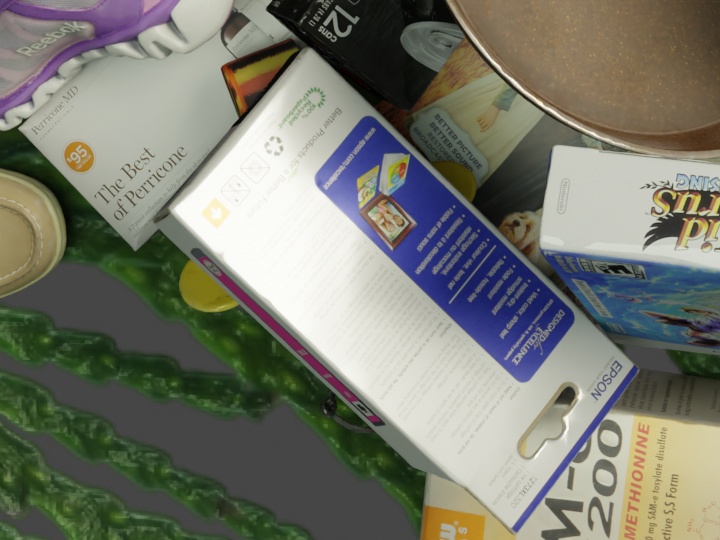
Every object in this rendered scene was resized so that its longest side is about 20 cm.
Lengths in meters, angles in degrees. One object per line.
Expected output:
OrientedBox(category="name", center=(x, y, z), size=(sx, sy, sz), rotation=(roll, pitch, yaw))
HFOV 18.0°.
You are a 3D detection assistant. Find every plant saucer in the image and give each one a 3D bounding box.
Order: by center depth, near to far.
OrientedBox(category="plant saucer", center=(0.106, -0.133, 0.886), size=(0.200, 0.200, 0.034), rotation=(45, 153, -3))

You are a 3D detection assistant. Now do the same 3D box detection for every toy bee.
OrientedBox(category="toy bee", center=(0.000, 0.000, 1.004), size=(0.131, 0.109, 0.200), rotation=(-41, 117, 5))

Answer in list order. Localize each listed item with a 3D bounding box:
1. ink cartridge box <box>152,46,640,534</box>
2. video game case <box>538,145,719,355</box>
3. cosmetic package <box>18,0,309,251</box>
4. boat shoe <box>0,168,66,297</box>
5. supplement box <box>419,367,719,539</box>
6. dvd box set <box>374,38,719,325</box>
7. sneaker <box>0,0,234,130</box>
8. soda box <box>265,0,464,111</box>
OrientedBox(category="ink cartridge box", center=(0.017, 0.010, 0.949), size=(0.200, 0.037, 0.095), rotation=(43, 71, -8))
OrientedBox(category="video game case", center=(0.177, 0.003, 0.907), size=(0.180, 0.200, 0.046), rotation=(6, 80, 16))
OrientedBox(category="cosmetic package", center=(-0.060, -0.107, 1.043), size=(0.083, 0.051, 0.200), rotation=(46, 108, -2))
OrientedBox(category="boat shoe", center=(-0.241, -0.008, 1.098), size=(0.198, 0.065, 0.073), rotation=(-2, 104, 12))
OrientedBox(category="supplement box", center=(0.130, 0.115, 1.051), size=(0.198, 0.074, 0.127), rotation=(7, 105, 10))
OrientedBox(category="dvd box set", center=(0.121, -0.078, 1.025), size=(0.200, 0.029, 0.147), rotation=(-39, 94, 18))
OrientedBox(category="sneaker", center=(-0.149, -0.125, 1.008), size=(0.199, 0.088, 0.081), rotation=(-18, 59, 37))
OrientedBox(category="soda box", center=(0.048, -0.168, 0.956), size=(0.063, 0.071, 0.201), rotation=(36, 91, -18))
